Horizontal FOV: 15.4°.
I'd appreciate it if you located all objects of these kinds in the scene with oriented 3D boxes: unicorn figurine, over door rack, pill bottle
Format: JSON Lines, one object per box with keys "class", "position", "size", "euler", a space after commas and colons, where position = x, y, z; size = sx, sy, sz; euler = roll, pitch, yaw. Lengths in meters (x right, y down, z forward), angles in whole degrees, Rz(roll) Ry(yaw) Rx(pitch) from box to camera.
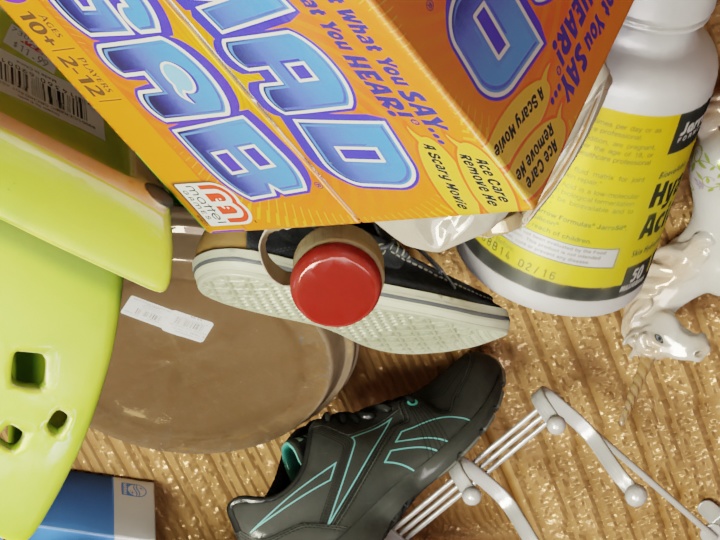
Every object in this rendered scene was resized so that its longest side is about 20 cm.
{"class": "unicorn figurine", "position": [0.215, -0.019, 1.491], "size": [0.136, 0.074, 0.201], "euler": [0, 112, 5]}
{"class": "over door rack", "position": [0.121, 0.167, 1.585], "size": [0.148, 0.067, 0.200], "euler": [-40, 131, 17]}
{"class": "pill bottle", "position": [0.124, -0.085, 1.401], "size": [0.111, 0.112, 0.201], "euler": [8, 125, -11]}

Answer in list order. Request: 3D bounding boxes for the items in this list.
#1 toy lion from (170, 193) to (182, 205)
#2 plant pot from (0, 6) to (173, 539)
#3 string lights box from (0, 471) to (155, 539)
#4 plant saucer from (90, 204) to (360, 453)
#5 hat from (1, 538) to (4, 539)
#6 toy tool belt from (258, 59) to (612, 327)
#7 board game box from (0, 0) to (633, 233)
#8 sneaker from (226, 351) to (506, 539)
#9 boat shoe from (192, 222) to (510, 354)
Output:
{"class": "toy lion", "position": [-0.058, -0.035, 1.455], "size": [0.199, 0.069, 0.192], "euler": [29, 126, -23]}
{"class": "plant pot", "position": [-0.198, -0.024, 1.261], "size": [0.199, 0.199, 0.182], "euler": [28, 114, -22]}
{"class": "string lights box", "position": [-0.228, 0.167, 1.577], "size": [0.199, 0.059, 0.103], "euler": [10, 123, -12]}
{"class": "plant saucer", "position": [-0.099, 0.040, 1.482], "size": [0.199, 0.030, 0.201], "euler": [3, 138, 2]}
{"class": "hat", "position": [-0.173, 0.177, 1.543], "size": [0.165, 0.177, 0.200], "euler": [14, 161, -20]}
{"class": "toy tool belt", "position": [0.036, -0.072, 1.330], "size": [0.125, 0.123, 0.200], "euler": [34, 115, -19]}
{"class": "board game box", "position": [-0.014, -0.160, 1.149], "size": [0.199, 0.200, 0.200], "euler": [-4, 139, 43]}
{"class": "sneaker", "position": [0.007, 0.103, 1.502], "size": [0.079, 0.200, 0.075], "euler": [45, 149, 0]}
{"class": "boat shoe", "position": [0.000, 0.000, 1.403], "size": [0.199, 0.063, 0.074], "euler": [17, 155, -34]}
